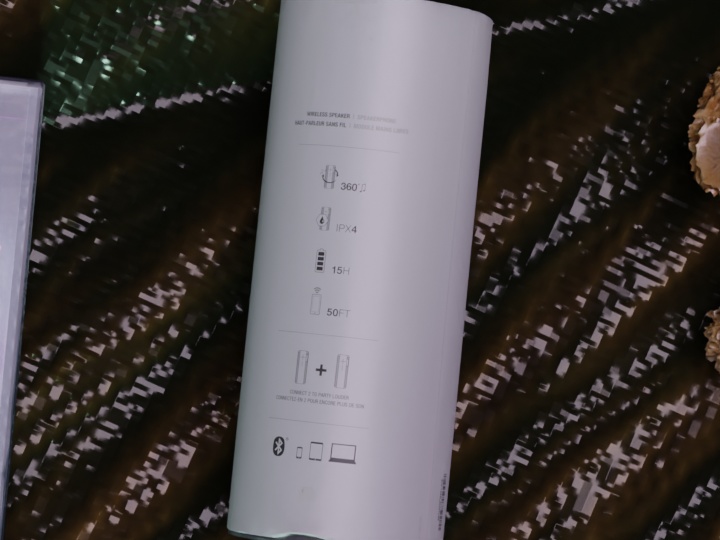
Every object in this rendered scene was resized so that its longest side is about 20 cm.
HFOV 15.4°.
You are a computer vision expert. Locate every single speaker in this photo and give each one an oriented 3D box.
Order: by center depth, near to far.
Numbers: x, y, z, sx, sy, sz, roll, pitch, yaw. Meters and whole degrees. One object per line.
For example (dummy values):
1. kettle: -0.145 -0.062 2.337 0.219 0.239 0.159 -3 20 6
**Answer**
1. speaker: 0.000 0.000 0.972 0.081 0.081 0.200 6 87 -12

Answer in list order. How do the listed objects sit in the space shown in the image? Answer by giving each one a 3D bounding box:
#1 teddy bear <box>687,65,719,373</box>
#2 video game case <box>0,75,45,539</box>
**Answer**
1. teddy bear: 0.197 -0.007 1.032 0.200 0.067 0.145 30 92 -17
2. video game case: -0.194 0.024 0.961 0.143 0.019 0.200 6 88 -12
